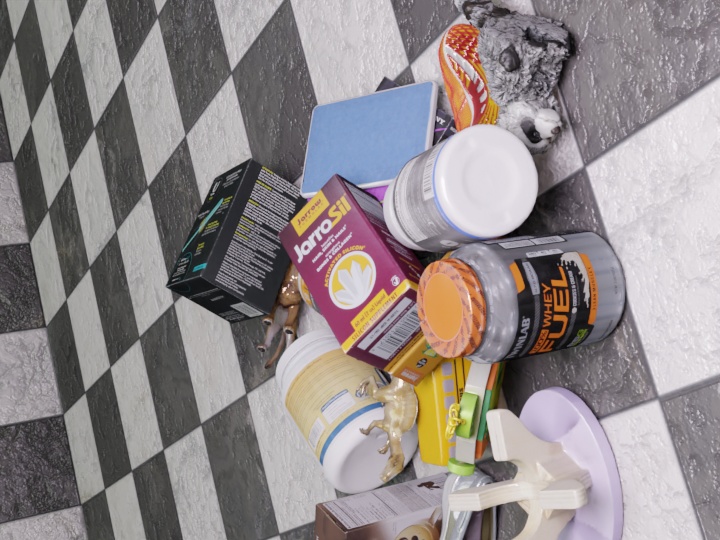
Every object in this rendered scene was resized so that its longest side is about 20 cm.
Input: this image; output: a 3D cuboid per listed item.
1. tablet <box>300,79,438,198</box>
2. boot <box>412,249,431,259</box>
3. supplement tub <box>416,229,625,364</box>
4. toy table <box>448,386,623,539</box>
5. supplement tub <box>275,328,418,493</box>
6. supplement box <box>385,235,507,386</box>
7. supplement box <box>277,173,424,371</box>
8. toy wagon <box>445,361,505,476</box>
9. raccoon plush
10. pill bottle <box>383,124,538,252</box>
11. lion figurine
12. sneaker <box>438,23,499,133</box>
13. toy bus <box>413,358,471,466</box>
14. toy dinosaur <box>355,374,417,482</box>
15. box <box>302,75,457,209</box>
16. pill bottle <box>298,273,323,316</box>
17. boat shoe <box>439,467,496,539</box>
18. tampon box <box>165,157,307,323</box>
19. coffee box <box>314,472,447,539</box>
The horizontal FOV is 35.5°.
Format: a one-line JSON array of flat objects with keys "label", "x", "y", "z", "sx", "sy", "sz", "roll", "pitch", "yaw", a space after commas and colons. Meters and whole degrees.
[{"label": "tablet", "x": 0.009, "y": -0.162, "z": 1.406, "sx": 0.197, "sy": 0.014, "sz": 0.133, "roll": -6, "pitch": 69, "yaw": 37}, {"label": "boot", "x": 0.017, "y": -0.075, "z": 1.467, "sx": 0.131, "sy": 0.069, "sz": 0.203, "roll": -32, "pitch": 54, "yaw": 26}, {"label": "supplement tub", "x": 0.163, "y": 0.027, "z": 1.154, "sx": 0.122, "sy": 0.197, "sz": 0.125, "roll": 21, "pitch": 115, "yaw": 56}, {"label": "toy table", "x": 0.196, "y": 0.236, "z": 1.205, "sx": 0.183, "sy": 0.116, "sz": 0.203, "roll": -31, "pitch": 74, "yaw": 46}, {"label": "supplement tub", "x": -0.023, "y": 0.191, "z": 1.562, "sx": 0.201, "sy": 0.143, "sz": 0.146, "roll": 52, "pitch": 138, "yaw": 41}, {"label": "supplement box", "x": 0.101, "y": 0.040, "z": 1.305, "sx": 0.200, "sy": 0.066, "sz": 0.069, "roll": -46, "pitch": 51, "yaw": 15}, {"label": "supplement box", "x": 0.000, "y": 0.000, "z": 1.300, "sx": 0.110, "sy": 0.085, "sz": 0.201, "roll": -45, "pitch": 50, "yaw": 15}, {"label": "toy wagon", "x": 0.130, "y": 0.151, "z": 1.269, "sx": 0.200, "sy": 0.039, "sz": 0.158, "roll": -31, "pitch": -49, "yaw": -75}, {"label": "raccoon plush", "x": 0.165, "y": -0.213, "z": 1.233, "sx": 0.201, "sy": 0.095, "sz": 0.136, "roll": -112, "pitch": 21, "yaw": -51}, {"label": "pill bottle", "x": 0.099, "y": -0.080, "z": 1.208, "sx": 0.200, "sy": 0.112, "sz": 0.116, "roll": 162, "pitch": 99, "yaw": -72}, {"label": "lion figurine", "x": -0.118, "y": 0.062, "z": 1.766, "sx": 0.201, "sy": 0.071, "sz": 0.124, "roll": 118, "pitch": 168, "yaw": -54}, {"label": "sneaker", "x": 0.139, "y": -0.183, "z": 1.300, "sx": 0.077, "sy": 0.072, "sz": 0.204, "roll": 117, "pitch": 142, "yaw": -84}, {"label": "toy bus", "x": 0.108, "y": 0.132, "z": 1.391, "sx": 0.065, "sy": 0.077, "sz": 0.204, "roll": -2, "pitch": 94, "yaw": 59}, {"label": "toy dinosaur", "x": 0.043, "y": 0.160, "z": 1.412, "sx": 0.101, "sy": 0.057, "sz": 0.204, "roll": -3, "pitch": 81, "yaw": 58}, {"label": "box", "x": 0.027, "y": -0.129, "z": 1.409, "sx": 0.143, "sy": 0.036, "sz": 0.202, "roll": 37, "pitch": 96, "yaw": 41}, {"label": "pill bottle", "x": 0.008, "y": 0.031, "z": 1.504, "sx": 0.199, "sy": 0.115, "sz": 0.119, "roll": 31, "pitch": 122, "yaw": 54}, {"label": "boat shoe", "x": 0.138, "y": 0.347, "z": 1.395, "sx": 0.065, "sy": 0.073, "sz": 0.206, "roll": 15, "pitch": 102, "yaw": 62}, {"label": "tampon box", "x": -0.183, "y": -0.042, "z": 1.723, "sx": 0.149, "sy": 0.125, "sz": 0.203, "roll": -14, "pitch": 50, "yaw": 59}, {"label": "coffee box", "x": 0.042, "y": 0.343, "z": 1.430, "sx": 0.080, "sy": 0.197, "sz": 0.115, "roll": 28, "pitch": 120, "yaw": 54}]
